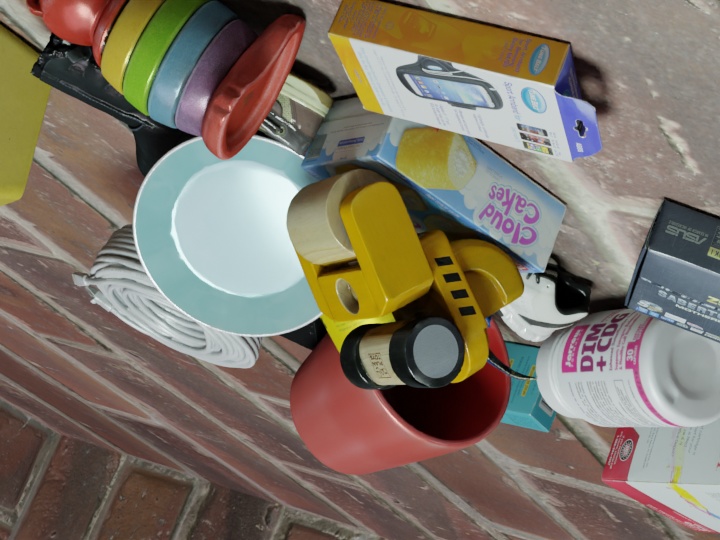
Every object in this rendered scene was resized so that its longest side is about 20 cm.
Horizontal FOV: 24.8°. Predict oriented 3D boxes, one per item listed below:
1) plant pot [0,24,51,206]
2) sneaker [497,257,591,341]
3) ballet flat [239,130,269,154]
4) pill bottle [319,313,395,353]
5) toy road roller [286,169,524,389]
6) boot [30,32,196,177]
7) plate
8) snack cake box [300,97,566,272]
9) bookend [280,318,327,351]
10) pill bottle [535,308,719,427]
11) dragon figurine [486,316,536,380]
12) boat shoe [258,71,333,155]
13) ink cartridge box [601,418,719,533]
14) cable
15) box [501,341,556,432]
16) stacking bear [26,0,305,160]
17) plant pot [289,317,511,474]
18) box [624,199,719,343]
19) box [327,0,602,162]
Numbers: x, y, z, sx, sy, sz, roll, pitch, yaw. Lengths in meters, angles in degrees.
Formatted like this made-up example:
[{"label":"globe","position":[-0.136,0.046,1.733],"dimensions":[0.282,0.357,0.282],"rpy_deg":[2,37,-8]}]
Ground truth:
[{"label":"plant pot","position":[-0.409,-0.152,1.577],"dimensions":[0.175,0.201,0.200],"rpy_deg":[17,168,-27]},{"label":"sneaker","position":[0.137,-0.004,1.528],"dimensions":[0.199,0.074,0.080],"rpy_deg":[30,147,-34]},{"label":"ballet flat","position":[-0.110,-0.099,1.507],"dimensions":[0.067,0.069,0.200],"rpy_deg":[5,157,2]},{"label":"pill bottle","position":[0.000,0.000,1.506],"dimensions":[0.201,0.109,0.109],"rpy_deg":[61,155,-7]},{"label":"toy road roller","position":[0.043,-0.001,1.358],"dimensions":[0.123,0.146,0.201],"rpy_deg":[-10,107,62]},{"label":"boot","position":[-0.220,-0.157,1.489],"dimensions":[0.162,0.074,0.198],"rpy_deg":[24,157,-13]},{"label":"plate","position":[-0.102,-0.033,1.440],"dimensions":[0.199,0.026,0.201],"rpy_deg":[4,118,7]},{"label":"snack cake box","position":[0.063,-0.071,1.386],"dimensions":[0.199,0.068,0.115],"rpy_deg":[32,160,-30]},{"label":"bookend","position":[-0.115,-0.023,1.737],"dimensions":[0.199,0.092,0.199],"rpy_deg":[24,160,12]},{"label":"pill bottle","position":[0.259,0.092,1.558],"dimensions":[0.113,0.114,0.200],"rpy_deg":[29,163,-21]},{"label":"dragon figurine","position":[0.093,0.040,1.596],"dimensions":[0.201,0.059,0.099],"rpy_deg":[59,-168,1]},{"label":"boat shoe","position":[-0.124,-0.155,1.361],"dimensions":[0.200,0.066,0.072],"rpy_deg":[22,175,3]},{"label":"ink cartridge box","position":[0.366,0.170,1.599],"dimensions":[0.144,0.146,0.200],"rpy_deg":[29,163,-23]},{"label":"cable","position":[-0.188,0.030,1.728],"dimensions":[0.200,0.070,0.200],"rpy_deg":[37,158,-20]},{"label":"box","position":[0.138,0.122,1.873],"dimensions":[0.199,0.083,0.049],"rpy_deg":[8,157,40]},{"label":"stacking bear","position":[-0.162,-0.182,1.277],"dimensions":[0.199,0.122,0.114],"rpy_deg":[32,150,6]},{"label":"plant pot","position":[0.030,0.120,1.714],"dimensions":[0.200,0.201,0.177],"rpy_deg":[29,141,-21]},{"label":"box","position":[0.325,0.022,1.355],"dimensions":[0.199,0.051,0.158],"rpy_deg":[21,163,9]},{"label":"box","position":[0.084,-0.138,1.200],"dimensions":[0.199,0.042,0.119],"rpy_deg":[15,162,19]}]
